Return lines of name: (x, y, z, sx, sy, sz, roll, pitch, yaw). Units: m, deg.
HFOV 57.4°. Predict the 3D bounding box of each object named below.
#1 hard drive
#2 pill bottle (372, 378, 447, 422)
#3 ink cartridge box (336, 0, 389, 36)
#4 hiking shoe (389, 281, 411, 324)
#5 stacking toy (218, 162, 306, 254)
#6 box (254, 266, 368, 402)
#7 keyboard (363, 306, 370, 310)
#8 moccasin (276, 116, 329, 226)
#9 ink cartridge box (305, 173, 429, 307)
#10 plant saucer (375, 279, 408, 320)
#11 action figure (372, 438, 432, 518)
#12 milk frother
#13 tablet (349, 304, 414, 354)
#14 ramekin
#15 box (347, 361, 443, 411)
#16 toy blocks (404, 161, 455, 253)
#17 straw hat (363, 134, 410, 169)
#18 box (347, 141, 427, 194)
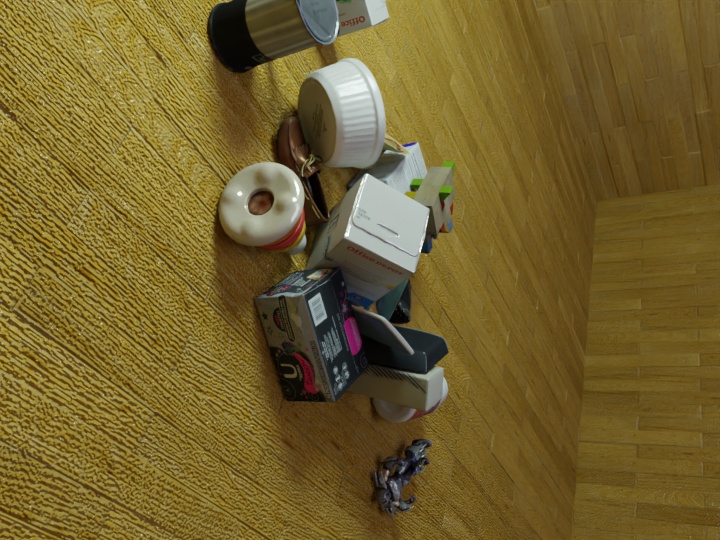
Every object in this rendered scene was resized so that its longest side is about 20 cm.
hard drive: (0.066, 0.150, 1.324, 0.135, 0.198, 0.043, -23, 117, -58)
pill bottle: (0.119, 0.274, 1.483, 0.199, 0.111, 0.114, 7, 79, -58)
ink cartridge box: (-0.046, -0.574, 1.310, 0.084, 0.143, 0.202, -48, 126, -50)
hiking shoe: (0.068, 0.025, 1.490, 0.101, 0.075, 0.201, -74, 153, -46)
stacking toy: (-0.143, -0.077, 1.125, 0.200, 0.144, 0.148, 61, 34, -65)
box: (-0.086, 0.114, 1.166, 0.132, 0.114, 0.202, -37, 116, -53)
keyboard: (0.036, 0.013, 1.347, 0.056, 0.011, 0.202, 146, -36, -86)
moccasin: (-0.102, -0.183, 1.218, 0.073, 0.077, 0.204, -25, 107, -57)
ink cartridge box: (0.009, -0.049, 1.222, 0.146, 0.200, 0.146, 25, 60, -17)
plant saucer: (0.074, 0.012, 1.322, 0.200, 0.036, 0.202, 25, 89, -89)
action figure: (0.091, 0.454, 1.452, 0.200, 0.069, 0.132, -35, 120, -52)
milk frother: (-0.141, -0.457, 1.091, 0.180, 0.186, 0.202, -44, 122, -53)
tablet: (0.003, 0.096, 1.242, 0.014, 0.199, 0.130, -55, 133, -17)
ramekin: (-0.043, -0.286, 1.233, 0.093, 0.202, 0.205, -17, 102, -27)
box: (0.059, 0.214, 1.301, 0.082, 0.198, 0.069, -19, 113, -59)
toy blocks: (0.166, -0.131, 1.461, 0.201, 0.099, 0.138, -61, 146, -43)
straw hat: (0.005, -0.264, 1.397, 0.086, 0.201, 0.200, -55, 153, 16)
box: (0.081, -0.162, 1.495, 0.200, 0.104, 0.186, -53, 130, -48)
